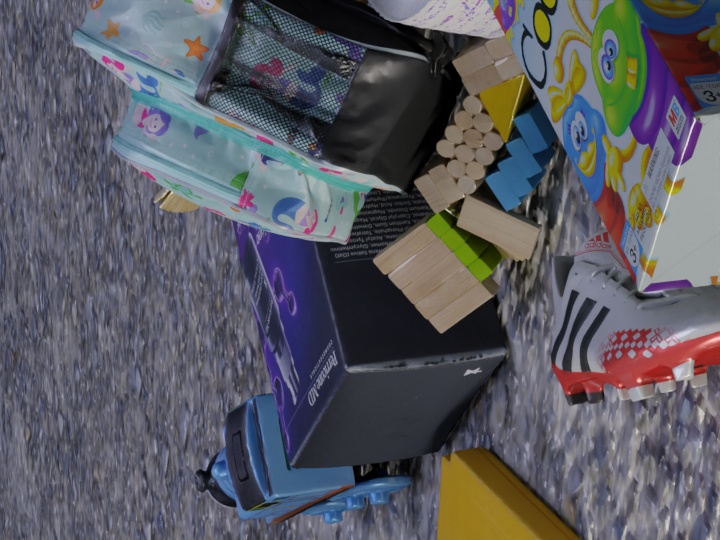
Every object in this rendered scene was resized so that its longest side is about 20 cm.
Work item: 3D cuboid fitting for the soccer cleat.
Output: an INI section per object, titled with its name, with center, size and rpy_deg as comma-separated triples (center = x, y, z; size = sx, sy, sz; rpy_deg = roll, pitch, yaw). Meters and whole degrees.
[soccer cleat]
center = 0.136, 0.018, 1.290
size = 0.200, 0.068, 0.085
rpy_deg = 158, 101, -75

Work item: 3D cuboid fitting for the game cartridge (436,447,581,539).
[game cartridge]
center = 0.087, 0.221, 1.559
size = 0.176, 0.032, 0.200
rpy_deg = -137, 47, -63

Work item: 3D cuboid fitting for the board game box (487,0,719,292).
[board game box]
center = 0.142, -0.100, 1.175
size = 0.105, 0.103, 0.200
rpy_deg = 103, 154, -43

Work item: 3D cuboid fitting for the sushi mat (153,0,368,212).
[sushi mat]
center = -0.052, -0.115, 1.633
size = 0.012, 0.200, 0.096
rpy_deg = 41, -172, 7

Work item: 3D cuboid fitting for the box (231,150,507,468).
[box]
center = 0.000, 0.000, 1.627
size = 0.148, 0.104, 0.200
rpy_deg = 118, 143, -58

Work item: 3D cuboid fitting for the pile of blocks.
[pile of blocks]
center = 0.077, -0.059, 1.478
size = 0.062, 0.082, 0.200
rpy_deg = -49, -16, -52

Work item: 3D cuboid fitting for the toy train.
[toy train]
center = -0.041, 0.123, 1.769
size = 0.200, 0.114, 0.087
rpy_deg = 146, 117, -69

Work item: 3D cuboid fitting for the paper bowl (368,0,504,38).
[paper bowl]
center = 0.041, -0.226, 1.383
size = 0.201, 0.104, 0.201
rpy_deg = -174, 90, -69

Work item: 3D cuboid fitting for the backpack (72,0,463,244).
[backpack]
center = -0.061, -0.106, 1.487
size = 0.151, 0.200, 0.178
rpy_deg = -60, -11, 4
